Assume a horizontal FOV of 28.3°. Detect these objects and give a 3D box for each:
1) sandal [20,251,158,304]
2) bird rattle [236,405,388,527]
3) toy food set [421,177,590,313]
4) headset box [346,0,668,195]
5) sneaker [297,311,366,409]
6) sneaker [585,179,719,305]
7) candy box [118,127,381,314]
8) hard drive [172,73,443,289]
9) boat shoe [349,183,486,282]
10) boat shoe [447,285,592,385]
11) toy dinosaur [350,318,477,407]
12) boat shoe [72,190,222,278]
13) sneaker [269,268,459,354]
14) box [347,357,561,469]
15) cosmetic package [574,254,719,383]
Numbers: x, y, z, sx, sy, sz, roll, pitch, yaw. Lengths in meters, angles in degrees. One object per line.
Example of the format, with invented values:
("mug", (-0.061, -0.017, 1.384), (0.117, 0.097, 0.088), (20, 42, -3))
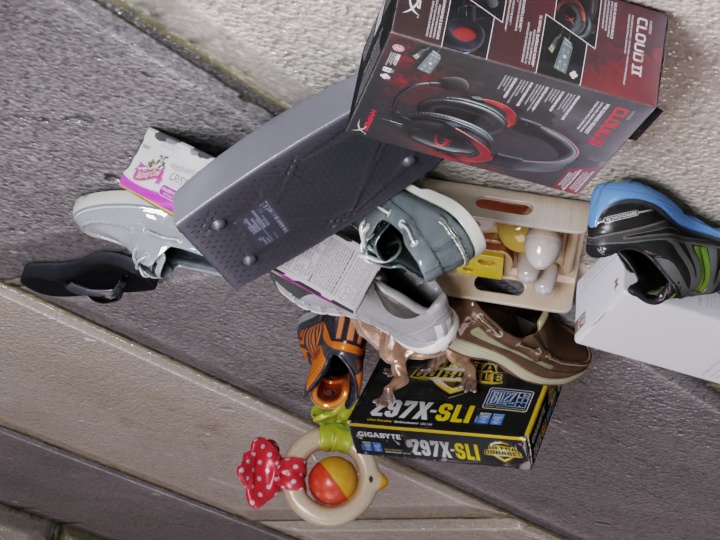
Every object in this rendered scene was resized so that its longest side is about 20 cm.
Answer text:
("sandal", (-0.299, 0.018, 1.592), (0.199, 0.043, 0.076), (-7, 152, 39))
("bird rattle", (-0.055, 0.258, 1.868), (0.163, 0.200, 0.113), (50, 156, 12))
("toy food set", (0.124, -0.013, 1.270), (0.143, 0.061, 0.200), (9, 158, 7))
("headset box", (0.104, -0.129, 0.967), (0.199, 0.075, 0.149), (15, 158, -8))
("sneaker", (-0.038, 0.103, 1.574), (0.077, 0.113, 0.200), (13, 159, -4))
("sneaker", (0.261, -0.004, 1.179), (0.199, 0.083, 0.071), (25, 170, -26))
("candy box", (-0.093, -0.042, 1.244), (0.200, 0.061, 0.136), (31, 177, -39))
("hard drive", (-0.041, -0.073, 1.099), (0.199, 0.042, 0.135), (-32, 150, 3))
("boat shoe", (0.022, -0.036, 1.178), (0.200, 0.062, 0.073), (23, 149, 55))
("boat shoe", (0.166, 0.062, 1.428), (0.201, 0.075, 0.075), (14, 139, -35))
("toy dinosaur", (0.063, 0.055, 1.462), (0.199, 0.136, 0.086), (-5, -158, -21))
("boat shoe", (-0.187, -0.028, 1.378), (0.199, 0.072, 0.070), (8, 158, 9))
("sneaker", (0.000, 0.000, 1.334), (0.199, 0.075, 0.116), (21, 156, 17))
("box", (0.105, 0.134, 1.518), (0.199, 0.160, 0.050), (3, 128, 24))
("cosmetic package", (0.302, 0.040, 1.278), (0.199, 0.074, 0.102), (18, 146, -12))
